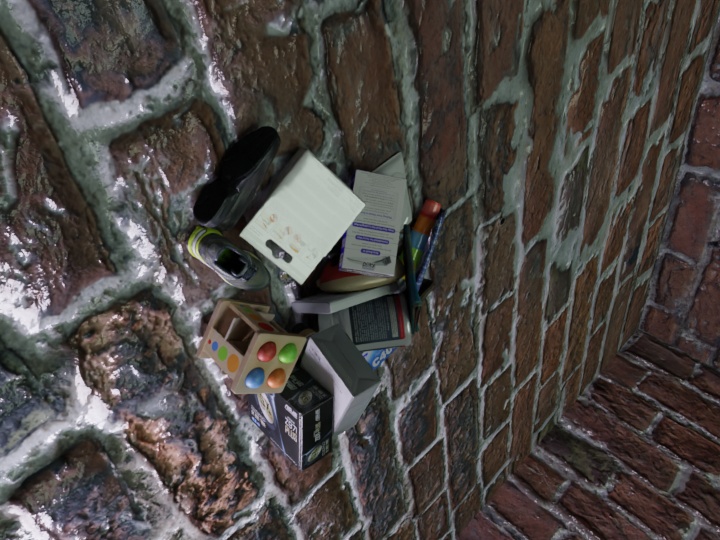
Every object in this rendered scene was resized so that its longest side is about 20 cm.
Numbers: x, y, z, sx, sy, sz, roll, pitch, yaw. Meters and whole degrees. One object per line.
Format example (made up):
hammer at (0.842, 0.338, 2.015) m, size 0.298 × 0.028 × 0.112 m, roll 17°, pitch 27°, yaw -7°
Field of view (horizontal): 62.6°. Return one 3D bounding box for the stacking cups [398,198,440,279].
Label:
stacking cups at (0.138, -0.077, 1.446) m, size 0.060 × 0.060 × 0.201 m, roll 7°, pitch 107°, yaw -50°

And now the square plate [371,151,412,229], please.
square plate at (0.042, -0.131, 1.320) m, size 0.200 × 0.028 × 0.199 m, roll -39°, pitch 139°, yaw -24°

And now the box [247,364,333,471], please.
box at (-0.152, 0.290, 1.254) m, size 0.086 × 0.199 × 0.165 m, roll -23°, pitch 131°, yaw -37°

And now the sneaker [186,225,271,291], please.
sneaker at (-0.223, -0.006, 1.064) m, size 0.074 × 0.081 × 0.200 m, roll -55°, pitch 143°, yaw -2°

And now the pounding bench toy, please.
pounding bench toy at (-0.182, 0.154, 1.162) m, size 0.199 × 0.156 × 0.125 m, roll 14°, pitch 105°, yaw -52°

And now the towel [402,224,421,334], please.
towel at (0.112, 0.020, 1.302) m, size 0.021 × 0.201 × 0.147 m, roll -4°, pitch 150°, yaw 1°

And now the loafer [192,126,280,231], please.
loafer at (-0.199, -0.154, 1.005) m, size 0.200 × 0.073 × 0.072 m, roll -49°, pitch 152°, yaw 4°

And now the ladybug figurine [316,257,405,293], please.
ladybug figurine at (0.000, 0.000, 1.284) m, size 0.198 × 0.136 × 0.073 m, roll -12°, pitch 96°, yaw -16°

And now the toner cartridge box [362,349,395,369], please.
toner cartridge box at (0.033, 0.202, 1.532) m, size 0.200 × 0.043 × 0.095 m, roll -41°, pitch 139°, yaw -21°

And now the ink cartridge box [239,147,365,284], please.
ink cartridge box at (-0.109, -0.100, 1.107) m, size 0.161 × 0.050 × 0.200 m, roll 40°, pitch 87°, yaw -26°

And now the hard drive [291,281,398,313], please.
hard drive at (-0.032, 0.056, 1.288) m, size 0.199 × 0.131 × 0.027 m, roll -16°, pitch 99°, yaw -42°

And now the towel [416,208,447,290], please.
towel at (0.169, -0.051, 1.470) m, size 0.145 × 0.024 × 0.201 m, roll -52°, pitch 161°, yaw -72°

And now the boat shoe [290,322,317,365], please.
boat shoe at (-0.128, 0.186, 1.325) m, size 0.074 × 0.062 × 0.201 m, roll -28°, pitch 149°, yaw -26°

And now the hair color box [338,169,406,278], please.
hair color box at (0.024, -0.092, 1.201) m, size 0.108 × 0.065 × 0.202 m, roll 10°, pitch 82°, yaw -9°

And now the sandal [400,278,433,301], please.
sandal at (0.117, 0.087, 1.520) m, size 0.200 × 0.081 × 0.055 m, roll -37°, pitch 130°, yaw -36°

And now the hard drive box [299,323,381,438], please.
hard drive box at (-0.056, 0.235, 1.243) m, size 0.076 × 0.156 × 0.201 m, roll -22°, pitch 153°, yaw -34°

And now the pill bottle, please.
pill bottle at (0.008, 0.121, 1.324) m, size 0.198 × 0.120 × 0.120 m, roll -7°, pitch 130°, yaw -1°

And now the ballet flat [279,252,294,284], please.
ballet flat at (-0.100, -0.053, 1.182) m, size 0.072 × 0.072 × 0.201 m, roll 15°, pitch 104°, yaw -52°

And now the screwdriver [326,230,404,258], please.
screwdriver at (0.016, -0.066, 1.295) m, size 0.199 × 0.028 × 0.029 m, roll -22°, pitch 106°, yaw -17°
